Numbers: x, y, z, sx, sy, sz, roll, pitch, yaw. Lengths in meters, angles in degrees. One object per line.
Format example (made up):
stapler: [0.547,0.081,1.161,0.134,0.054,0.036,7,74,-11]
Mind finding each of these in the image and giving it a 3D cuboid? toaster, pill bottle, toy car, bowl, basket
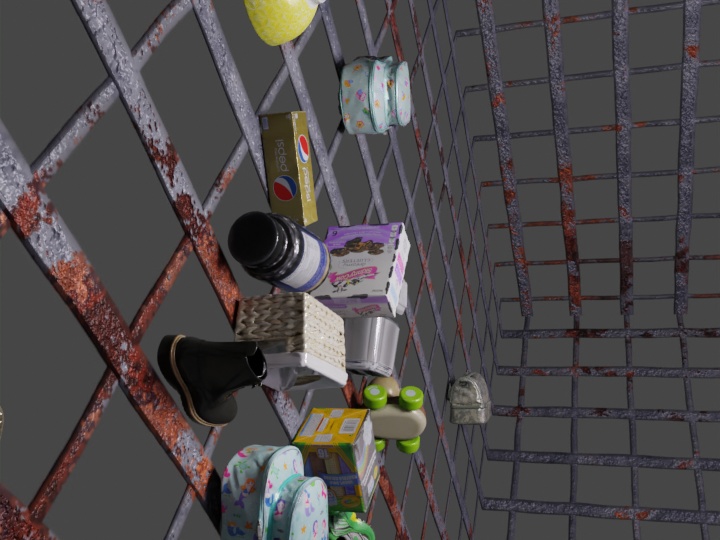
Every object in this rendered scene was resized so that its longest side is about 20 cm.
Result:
toaster: [0.014,0.160,1.679,0.200,0.114,0.129,43,50,-67]
pill bottle: [-0.132,-0.030,1.257,0.200,0.112,0.112,32,58,-68]
toy car: [0.074,0.301,1.818,0.200,0.158,0.164,-85,177,-58]
bowl: [-0.121,-0.502,1.346,0.200,0.108,0.200,-2,90,-72]
basket: [-0.113,0.121,1.272,0.200,0.135,0.124,45,42,-64]

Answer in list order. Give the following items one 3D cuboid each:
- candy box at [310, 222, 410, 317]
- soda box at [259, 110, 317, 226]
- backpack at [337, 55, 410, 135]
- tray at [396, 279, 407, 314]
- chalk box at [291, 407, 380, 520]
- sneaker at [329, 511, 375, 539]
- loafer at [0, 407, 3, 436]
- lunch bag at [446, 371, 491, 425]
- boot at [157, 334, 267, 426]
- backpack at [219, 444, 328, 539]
candy box: [0.000,0.000,1.563,0.072,0.168,0.200,69,26,-44]
soda box: [-0.126,-0.179,1.366,0.068,0.064,0.200,-35,122,-69]
backpack: [0.031,-0.392,1.734,0.200,0.153,0.176,-37,129,-60]
tray: [0.094,0.053,2.075,0.200,0.022,0.108,34,55,-68]
chalk box: [-0.040,0.380,1.480,0.124,0.124,0.200,-56,141,-62]
sneaker: [-0.034,0.545,1.577,0.200,0.078,0.085,55,43,-44]
loafer: [-0.356,0.195,0.638,0.076,0.067,0.200,32,74,-64]
lunch bag: [0.387,0.450,2.731,0.200,0.139,0.168,7,82,-72]
boot: [-0.176,0.161,1.062,0.200,0.138,0.078,65,29,-52]
backpack: [-0.135,0.367,1.171,0.178,0.150,0.200,1,83,-70]
